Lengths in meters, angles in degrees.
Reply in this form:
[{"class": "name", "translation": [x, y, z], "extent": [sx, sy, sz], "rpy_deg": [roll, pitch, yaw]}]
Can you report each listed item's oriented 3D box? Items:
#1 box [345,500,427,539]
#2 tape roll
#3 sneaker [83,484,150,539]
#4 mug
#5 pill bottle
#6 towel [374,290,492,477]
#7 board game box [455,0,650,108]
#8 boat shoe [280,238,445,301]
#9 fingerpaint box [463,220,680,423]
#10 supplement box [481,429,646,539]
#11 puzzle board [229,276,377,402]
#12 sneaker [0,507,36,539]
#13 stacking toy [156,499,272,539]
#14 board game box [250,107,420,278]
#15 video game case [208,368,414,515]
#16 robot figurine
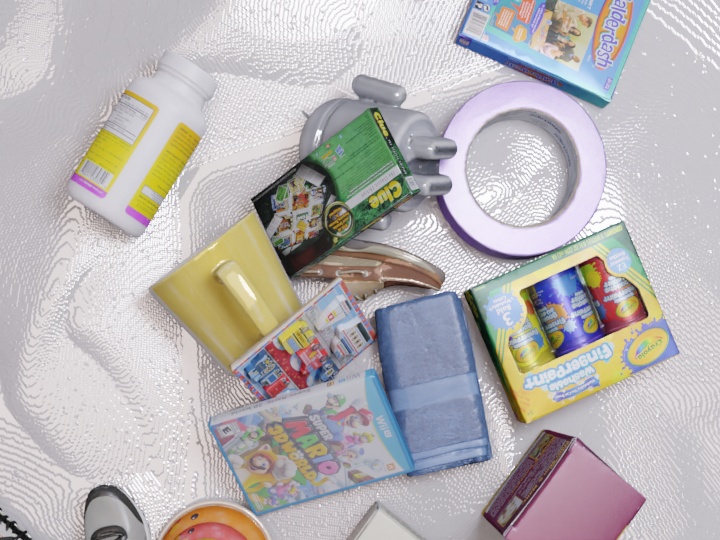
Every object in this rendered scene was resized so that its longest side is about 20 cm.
[{"class": "box", "translation": [0.074, 0.356, 1.515], "extent": [0.199, 0.095, 0.078], "rpy_deg": [38, 86, 2]}, {"class": "tape roll", "translation": [0.185, -0.116, 1.563], "extent": [0.196, 0.066, 0.204], "rpy_deg": [0, 87, -2]}, {"class": "sneaker", "translation": [-0.273, 0.343, 1.512], "extent": [0.073, 0.079, 0.204], "rpy_deg": [-11, 85, -1]}, {"class": "mug", "translation": [-0.142, 0.043, 1.493], "extent": [0.148, 0.187, 0.154], "rpy_deg": [-33, 97, 21]}, {"class": "pill bottle", "translation": [-0.245, -0.148, 1.532], "extent": [0.103, 0.104, 0.202], "rpy_deg": [32, 86, 1]}, {"class": "towel", "translation": [0.083, 0.131, 1.552], "extent": [0.110, 0.049, 0.204], "rpy_deg": [-11, 88, 0]}, {"class": "board game box", "translation": [0.231, -0.304, 1.586], "extent": [0.198, 0.045, 0.154], "rpy_deg": [24, 85, 0]}, {"class": "boat shoe", "translation": [0.000, 0.000, 1.550], "extent": [0.197, 0.076, 0.073], "rpy_deg": [14, 90, 8]}, {"class": "fingerpaint box", "translation": [0.243, 0.060, 1.548], "extent": [0.197, 0.073, 0.169], "rpy_deg": [-23, 87, -3]}, {"class": "supplement box", "translation": [0.219, 0.260, 1.472], "extent": [0.103, 0.200, 0.131], "rpy_deg": [39, 87, 1]}, {"class": "puzzle board", "translation": [-0.056, 0.093, 1.478], "extent": [0.150, 0.200, 0.017], "rpy_deg": [-39, 67, -4]}, {"class": "sneaker", "translation": [-0.418, 0.302, 1.513], "extent": [0.197, 0.074, 0.081], "rpy_deg": [17, 84, -1]}, {"class": "stacking toy", "translation": [-0.165, 0.333, 1.455], "extent": [0.143, 0.200, 0.149], "rpy_deg": [0, 86, -2]}, {"class": "board game box", "translation": [-0.031, -0.083, 1.470], "extent": [0.199, 0.023, 0.106], "rpy_deg": [-33, 78, 35]}, {"class": "video game case", "translation": [-0.054, 0.196, 1.501], "extent": [0.197, 0.018, 0.145], "rpy_deg": [-17, 120, 10]}, {"class": "robot figurine", "translation": [0.011, -0.133, 1.515], "extent": [0.198, 0.112, 0.173], "rpy_deg": [13, 98, 32]}]
